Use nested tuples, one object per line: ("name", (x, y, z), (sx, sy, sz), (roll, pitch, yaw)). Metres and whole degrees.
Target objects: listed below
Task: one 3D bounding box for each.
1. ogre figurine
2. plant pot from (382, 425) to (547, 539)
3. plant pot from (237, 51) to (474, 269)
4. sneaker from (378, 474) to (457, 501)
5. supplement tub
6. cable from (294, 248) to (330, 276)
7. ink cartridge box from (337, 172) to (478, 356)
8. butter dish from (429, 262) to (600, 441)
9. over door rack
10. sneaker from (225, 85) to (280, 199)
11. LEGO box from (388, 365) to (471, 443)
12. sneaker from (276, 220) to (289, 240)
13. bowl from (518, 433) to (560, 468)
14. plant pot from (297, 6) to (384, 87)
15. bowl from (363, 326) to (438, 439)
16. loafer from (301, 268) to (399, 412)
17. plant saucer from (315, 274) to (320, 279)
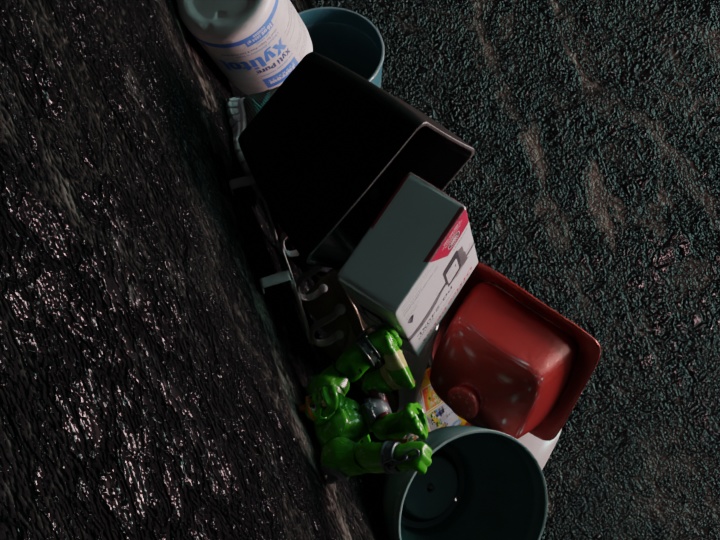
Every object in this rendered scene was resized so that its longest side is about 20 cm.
("ogre figurine", (0.004, 0.150, 1.349), (0.098, 0.119, 0.201), (46, 19, -59))
("plant pot", (0.106, 0.275, 1.542), (0.134, 0.200, 0.201), (17, -44, 64))
("plant pot", (-0.018, -0.134, 1.465), (0.177, 0.200, 0.199), (46, 13, 18))
("sneaker", (0.088, 0.317, 1.665), (0.199, 0.112, 0.073), (24, 3, -32))
("supplement tub", (-0.148, -0.322, 1.676), (0.200, 0.131, 0.133), (47, 21, -68))
("cable", (0.000, 0.000, 1.654), (0.163, 0.199, 0.051), (43, 65, -73))
("ink cartridge box", (0.060, -0.002, 1.463), (0.083, 0.146, 0.200), (31, -9, 18))
("butter dish", (0.159, 0.127, 1.557), (0.199, 0.148, 0.200), (35, -45, 17))
("over door rack", (-0.075, -0.012, 1.494), (0.200, 0.066, 0.148), (54, 13, -61))
("sneaker", (-0.112, -0.167, 1.612), (0.078, 0.091, 0.201), (58, 11, -47))
("LEGO box", (0.117, 0.222, 1.806), (0.077, 0.149, 0.200), (49, 14, -24))
("sneaker", (-0.092, -0.127, 1.685), (0.080, 0.075, 0.201), (30, 32, -31))
("bowl", (0.173, 0.266, 1.842), (0.075, 0.200, 0.200), (45, -24, -22))
("plant pot", (-0.056, -0.309, 2.175), (0.188, 0.199, 0.201), (85, -12, -58))
("bowl", (0.047, 0.120, 1.730), (0.201, 0.090, 0.202), (17, 90, -86))
("loafer", (-0.011, 0.097, 1.612), (0.201, 0.067, 0.076), (65, 9, 2))
("plant saucer", (-0.074, -0.063, 1.815), (0.200, 0.031, 0.201), (-24, 90, -83))
